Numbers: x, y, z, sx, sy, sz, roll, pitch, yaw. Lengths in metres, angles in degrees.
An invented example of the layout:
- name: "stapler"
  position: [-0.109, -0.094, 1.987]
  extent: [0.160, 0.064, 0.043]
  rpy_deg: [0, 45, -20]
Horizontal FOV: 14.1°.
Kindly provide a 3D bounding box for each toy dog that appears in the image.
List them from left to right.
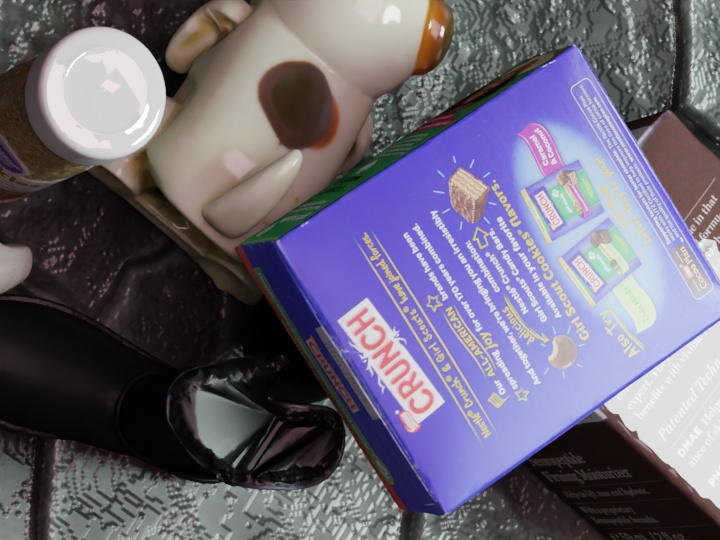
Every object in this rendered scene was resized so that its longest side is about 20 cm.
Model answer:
- name: "toy dog"
  position: [-0.045, -0.104, 1.606]
  extent: [0.140, 0.194, 0.200]
  rpy_deg: [39, 80, -5]

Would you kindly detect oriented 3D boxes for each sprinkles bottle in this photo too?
- name: "sprinkles bottle"
  position: [-0.166, -0.079, 1.543]
  extent: [0.068, 0.200, 0.068]
  rpy_deg: [3, 83, -23]

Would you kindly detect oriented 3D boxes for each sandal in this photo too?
- name: "sandal"
  position: [0.000, -0.001, 1.664]
  extent: [0.076, 0.043, 0.200]
  rpy_deg: [24, 52, 26]

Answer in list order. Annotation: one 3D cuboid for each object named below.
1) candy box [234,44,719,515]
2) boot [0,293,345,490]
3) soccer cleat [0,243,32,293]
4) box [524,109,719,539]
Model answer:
- name: "candy box"
  position: [0.065, 0.005, 1.525]
  extent: [0.200, 0.077, 0.169]
  rpy_deg: [-33, 96, -19]
- name: "boot"
  position: [-0.120, 0.063, 1.564]
  extent: [0.200, 0.168, 0.076]
  rpy_deg: [23, 78, -18]
- name: "soccer cleat"
  position: [-0.271, 0.027, 1.565]
  extent: [0.200, 0.069, 0.078]
  rpy_deg: [-13, 94, -16]
- name: "box"
  position: [0.164, 0.041, 1.685]
  extent: [0.200, 0.166, 0.164]
  rpy_deg: [42, 72, -12]
